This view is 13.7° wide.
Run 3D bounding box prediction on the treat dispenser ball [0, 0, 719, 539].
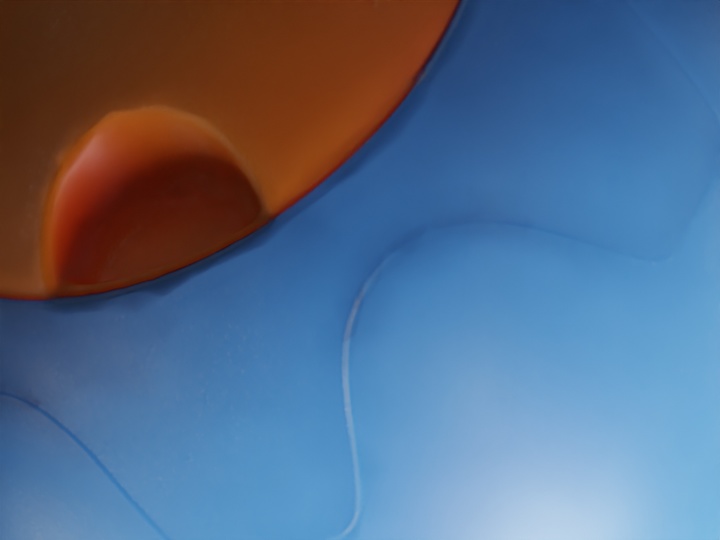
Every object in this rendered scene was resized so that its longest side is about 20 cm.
[{"bbox_3d":[0.000,0.000,0.596,0.201,0.201,0.201,-25,150,-16],"label":"treat dispenser ball"}]
